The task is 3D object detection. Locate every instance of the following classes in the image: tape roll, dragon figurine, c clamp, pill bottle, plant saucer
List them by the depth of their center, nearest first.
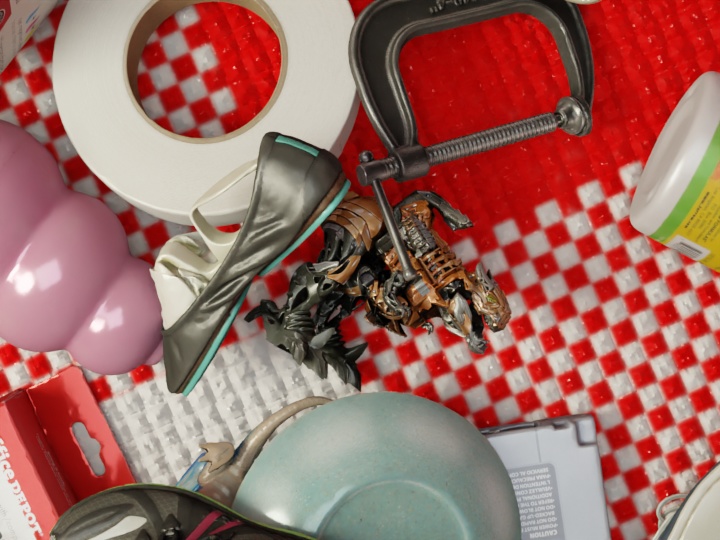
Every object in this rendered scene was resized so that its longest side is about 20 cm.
[{"bbox_3d":[0.015,0.179,0.993,0.199,0.039,0.204,-1,96,-15],"label":"plant saucer"},{"bbox_3d":[0.282,-0.034,1.004,0.198,0.111,0.112,26,93,-1],"label":"pill bottle"},{"bbox_3d":[0.074,-0.105,1.009,0.198,0.027,0.172,-23,84,-23],"label":"c clamp"},{"bbox_3d":[-0.097,-0.129,1.015,0.200,0.037,0.205,-1,80,4],"label":"tape roll"},{"bbox_3d":[-0.097,0.155,1.040,0.059,0.099,0.201,36,74,1],"label":"dragon figurine"}]

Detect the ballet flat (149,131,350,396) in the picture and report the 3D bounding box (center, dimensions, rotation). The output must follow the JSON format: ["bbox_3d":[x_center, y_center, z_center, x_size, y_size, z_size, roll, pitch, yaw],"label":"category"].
[{"bbox_3d":[-0.082,-0.009,0.965,0.068,0.068,0.200,35,119,-7],"label":"ballet flat"}]

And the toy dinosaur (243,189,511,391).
[{"bbox_3d":[0.000,0.000,1.021,0.199,0.102,0.137,34,93,42],"label":"toy dinosaur"}]

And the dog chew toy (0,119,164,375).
[{"bbox_3d":[-0.204,-0.007,1.006,0.199,0.125,0.125,35,93,-9],"label":"dog chew toy"}]

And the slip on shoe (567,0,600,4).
[{"bbox_3d":[0.086,-0.238,1.023,0.199,0.061,0.075,31,120,11],"label":"slip on shoe"}]

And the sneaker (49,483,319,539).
[{"bbox_3d":[-0.096,0.174,0.931,0.198,0.084,0.078,8,91,12],"label":"sneaker"}]

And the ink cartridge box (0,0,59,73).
[{"bbox_3d":[-0.233,-0.232,0.953,0.144,0.145,0.201,35,76,-3],"label":"ink cartridge box"}]

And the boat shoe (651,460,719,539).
[{"bbox_3d":[0.227,0.185,1.041,0.074,0.062,0.201,29,95,-4],"label":"boat shoe"}]

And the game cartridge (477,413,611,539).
[{"bbox_3d":[0.067,0.176,1.054,0.198,0.040,0.135,-8,90,1],"label":"game cartridge"}]

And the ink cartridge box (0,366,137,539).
[{"bbox_3d":[-0.254,0.157,1.037,0.198,0.067,0.117,-27,93,1],"label":"ink cartridge box"}]
